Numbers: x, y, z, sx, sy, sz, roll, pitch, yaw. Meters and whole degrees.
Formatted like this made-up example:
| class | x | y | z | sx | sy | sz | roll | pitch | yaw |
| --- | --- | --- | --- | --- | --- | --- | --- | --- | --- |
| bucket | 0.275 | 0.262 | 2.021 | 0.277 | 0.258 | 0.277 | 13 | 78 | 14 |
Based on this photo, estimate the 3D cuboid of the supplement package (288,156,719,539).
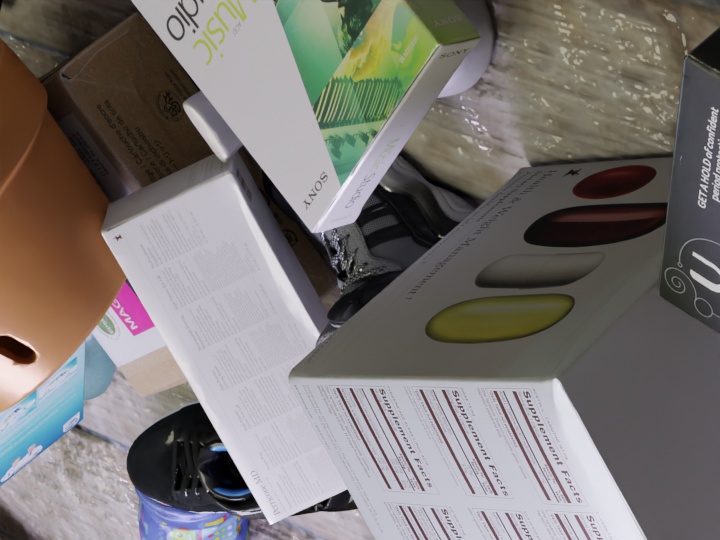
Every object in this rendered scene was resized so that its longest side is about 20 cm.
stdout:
| class | x | y | z | sx | sy | sz | roll | pitch | yaw |
| --- | --- | --- | --- | --- | --- | --- | --- | --- | --- |
| supplement package | 0.115 | 0.054 | 1.414 | 0.200 | 0.191 | 0.147 | -2 | 123 | 52 |

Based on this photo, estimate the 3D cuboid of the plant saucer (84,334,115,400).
| class | x | y | z | sx | sy | sz | roll | pitch | yaw |
| --- | --- | --- | --- | --- | --- | --- | --- | --- | --- |
| plant saucer | -0.249 | 0.015 | 1.980 | 0.200 | 0.036 | 0.200 | 31 | 144 | 26 |

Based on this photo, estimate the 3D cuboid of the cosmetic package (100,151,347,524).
| class | x | y | z | sx | sy | sz | roll | pitch | yaw |
| --- | --- | --- | --- | --- | --- | --- | --- | --- | --- |
| cosmetic package | -0.060 | 0.036 | 1.638 | 0.200 | 0.082 | 0.051 | 62 | -171 | -19 |

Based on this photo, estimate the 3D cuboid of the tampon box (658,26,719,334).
| class | x | y | z | sx | sy | sz | roll | pitch | yaw |
| --- | --- | --- | --- | --- | --- | --- | --- | --- | --- |
| tampon box | 0.244 | -0.025 | 1.230 | 0.200 | 0.126 | 0.150 | 33 | 145 | 26 |

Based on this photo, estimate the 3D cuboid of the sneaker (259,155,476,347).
| class | x | y | z | sx | sy | sz | roll | pitch | yaw |
| --- | --- | --- | --- | --- | --- | --- | --- | --- | --- |
| sneaker | 0.000 | 0.000 | 1.574 | 0.200 | 0.114 | 0.076 | 31 | 144 | 28 |

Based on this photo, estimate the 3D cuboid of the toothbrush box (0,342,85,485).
| class | x | y | z | sx | sy | sz | roll | pitch | yaw |
| --- | --- | --- | --- | --- | --- | --- | --- | --- | --- |
| toothbrush box | -0.250 | 0.033 | 1.844 | 0.146 | 0.085 | 0.200 | 45 | 161 | 14 |

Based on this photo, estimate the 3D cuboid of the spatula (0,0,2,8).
| class | x | y | z | sx | sy | sz | roll | pitch | yaw |
| --- | --- | --- | --- | --- | --- | --- | --- | --- | --- |
| spatula | -0.218 | -0.216 | 1.703 | 0.057 | 0.021 | 0.200 | 47 | 153 | 29 |

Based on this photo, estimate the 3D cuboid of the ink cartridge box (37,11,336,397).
| class | x | y | z | sx | sy | sz | roll | pitch | yaw |
| --- | --- | --- | --- | --- | --- | --- | --- | --- | --- |
| ink cartridge box | -0.130 | -0.035 | 1.740 | 0.200 | 0.075 | 0.165 | 53 | 147 | -7 |

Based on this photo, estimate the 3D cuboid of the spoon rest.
| class | x | y | z | sx | sy | sz | roll | pitch | yaw |
| --- | --- | --- | --- | --- | --- | --- | --- | --- | --- |
| spoon rest | -0.008 | -0.117 | 1.529 | 0.200 | 0.061 | 0.099 | -24 | 106 | 44 |

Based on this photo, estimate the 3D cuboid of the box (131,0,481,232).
| class | x | y | z | sx | sy | sz | roll | pitch | yaw |
| --- | --- | --- | --- | --- | --- | --- | --- | --- | --- |
| box | -0.040 | -0.139 | 1.477 | 0.200 | 0.036 | 0.144 | 51 | 133 | 19 |

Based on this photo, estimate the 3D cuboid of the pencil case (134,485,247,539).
| class | x | y | z | sx | sy | sz | roll | pitch | yaw |
| --- | --- | --- | --- | --- | --- | --- | --- | --- | --- |
| pencil case | -0.110 | 0.186 | 1.949 | 0.078 | 0.087 | 0.200 | 5 | 139 | 2 |

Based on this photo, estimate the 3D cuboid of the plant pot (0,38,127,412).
| class | x | y | z | sx | sy | sz | roll | pitch | yaw |
| --- | --- | --- | --- | --- | --- | --- | --- | --- | --- |
| plant pot | -0.221 | -0.013 | 1.643 | 0.140 | 0.200 | 0.200 | 42 | 152 | -20 |

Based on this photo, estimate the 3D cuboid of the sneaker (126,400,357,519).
| class | x | y | z | sx | sy | sz | roll | pitch | yaw |
| --- | --- | --- | --- | --- | --- | --- | --- | --- | --- |
| sneaker | -0.084 | 0.112 | 1.770 | 0.200 | 0.112 | 0.073 | -3 | 88 | 34 |

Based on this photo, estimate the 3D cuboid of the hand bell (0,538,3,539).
| class | x | y | z | sx | sy | sz | roll | pitch | yaw |
| --- | --- | --- | --- | --- | --- | --- | --- | --- | --- |
| hand bell | -0.229 | 0.243 | 2.177 | 0.200 | 0.104 | 0.104 | 14 | 136 | 25 |
